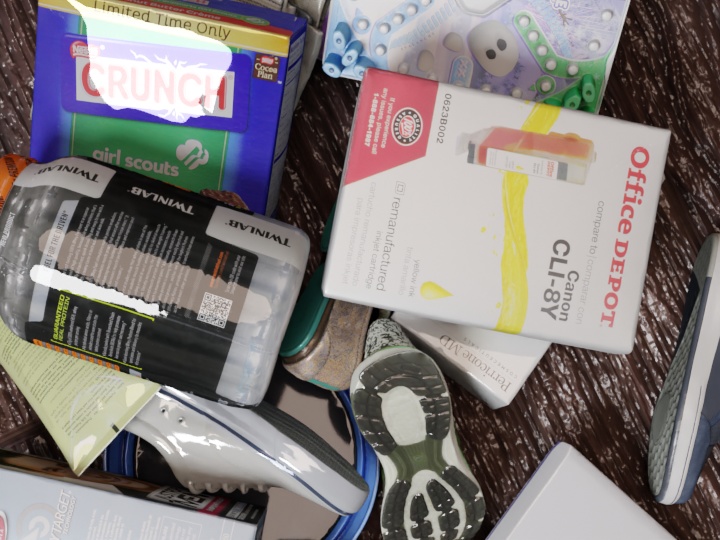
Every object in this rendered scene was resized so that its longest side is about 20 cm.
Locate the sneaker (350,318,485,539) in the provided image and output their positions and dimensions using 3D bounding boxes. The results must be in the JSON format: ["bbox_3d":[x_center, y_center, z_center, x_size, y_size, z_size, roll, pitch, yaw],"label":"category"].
[{"bbox_3d":[0.040,0.116,0.736,0.076,0.089,0.202,-10,122,2],"label":"sneaker"}]

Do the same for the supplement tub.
[{"bbox_3d":[-0.140,0.003,0.664,0.198,0.123,0.124,19,82,-5],"label":"supplement tub"}]

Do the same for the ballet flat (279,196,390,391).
[{"bbox_3d":[0.000,0.000,0.769,0.067,0.068,0.201,37,60,-25],"label":"ballet flat"}]

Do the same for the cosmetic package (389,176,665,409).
[{"bbox_3d":[0.118,-0.010,0.769,0.107,0.085,0.201,34,81,5],"label":"cosmetic package"}]

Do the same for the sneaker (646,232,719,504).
[{"bbox_3d":[0.298,0.089,0.766,0.145,0.077,0.204,19,81,3],"label":"sneaker"}]

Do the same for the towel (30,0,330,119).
[{"bbox_3d":[-0.134,-0.158,0.764,0.198,0.035,0.194,22,110,1],"label":"towel"}]

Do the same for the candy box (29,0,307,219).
[{"bbox_3d":[-0.137,-0.089,0.732,0.167,0.077,0.202,11,112,0],"label":"candy box"}]

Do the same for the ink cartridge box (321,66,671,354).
[{"bbox_3d":[0.084,-0.036,0.677,0.198,0.083,0.147,11,89,-3],"label":"ink cartridge box"}]

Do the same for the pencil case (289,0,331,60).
[{"bbox_3d":[-0.009,-0.198,0.795,0.198,0.086,0.084,25,119,1],"label":"pencil case"}]

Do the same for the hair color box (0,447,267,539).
[{"bbox_3d":[-0.166,0.168,0.690,0.198,0.099,0.061,12,83,0],"label":"hair color box"}]

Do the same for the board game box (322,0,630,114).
[{"bbox_3d":[0.082,-0.203,0.688,0.198,0.026,0.202,13,119,5],"label":"board game box"}]

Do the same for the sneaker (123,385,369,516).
[{"bbox_3d":[-0.089,0.122,0.720,0.199,0.073,0.071,29,92,11],"label":"sneaker"}]

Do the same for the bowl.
[{"bbox_3d":[-0.085,0.137,0.766,0.198,0.039,0.203,0,83,-2],"label":"bowl"}]

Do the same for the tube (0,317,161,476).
[{"bbox_3d":[-0.220,0.053,0.723,0.199,0.052,0.058,37,120,33],"label":"tube"}]

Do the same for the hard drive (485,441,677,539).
[{"bbox_3d":[0.173,0.234,0.738,0.200,0.025,0.132,41,81,-15],"label":"hard drive"}]
